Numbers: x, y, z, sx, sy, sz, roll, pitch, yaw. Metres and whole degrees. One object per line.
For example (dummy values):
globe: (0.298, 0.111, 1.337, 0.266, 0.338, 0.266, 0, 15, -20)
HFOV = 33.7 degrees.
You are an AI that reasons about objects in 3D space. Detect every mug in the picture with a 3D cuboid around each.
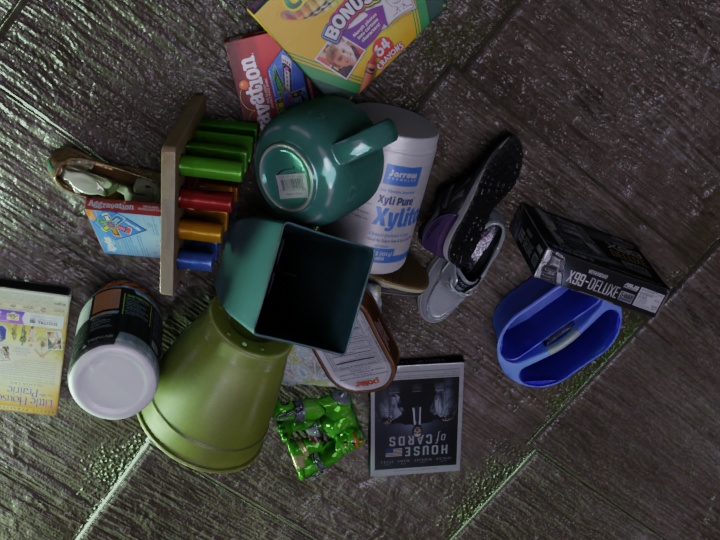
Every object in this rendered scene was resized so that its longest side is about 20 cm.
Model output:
mug: (-0.055, -0.145, 1.499, 0.152, 0.114, 0.186, 41, 130, 15)

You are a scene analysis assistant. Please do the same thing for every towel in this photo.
towel: (-0.050, 0.091, 1.723, 0.168, 0.049, 0.202, 2, 131, 7)

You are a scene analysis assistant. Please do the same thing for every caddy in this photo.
caddy: (0.290, 0.084, 1.762, 0.199, 0.105, 0.142, -36, 114, 11)

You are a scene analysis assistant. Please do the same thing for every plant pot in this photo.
plant pot: (-0.104, 0.008, 1.555, 0.140, 0.199, 0.144, 16, 92, -32)
plant pot: (-0.187, 0.140, 1.659, 0.198, 0.202, 0.194, 22, 122, -17)

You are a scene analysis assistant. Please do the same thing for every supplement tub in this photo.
supplement tub: (-0.334, 0.102, 1.640, 0.120, 0.201, 0.125, -2, 117, -5)
supplement tub: (0.023, -0.111, 1.620, 0.130, 0.132, 0.203, 9, 116, -12)

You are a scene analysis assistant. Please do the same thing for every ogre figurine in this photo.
ogre figurine: (-0.059, 0.240, 1.798, 0.118, 0.098, 0.202, -21, 122, -2)

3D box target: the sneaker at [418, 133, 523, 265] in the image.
sneaker: (0.147, -0.113, 1.667, 0.202, 0.087, 0.076, -57, 140, -6)

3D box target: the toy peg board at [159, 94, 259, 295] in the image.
toy peg board: (-0.193, -0.097, 1.550, 0.096, 0.201, 0.202, 6, 117, 2)

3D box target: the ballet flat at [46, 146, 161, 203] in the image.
ballet flat: (-0.329, -0.109, 1.612, 0.197, 0.066, 0.071, 14, 112, -14)

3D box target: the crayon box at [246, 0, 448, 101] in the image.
crayon box: (-0.016, -0.338, 1.523, 0.200, 0.058, 0.173, -44, 118, 3)

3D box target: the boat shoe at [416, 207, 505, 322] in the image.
boat shoe: (0.145, -0.002, 1.721, 0.069, 0.072, 0.203, 24, 111, -17)

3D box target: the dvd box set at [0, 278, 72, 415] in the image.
dvd box set: (-0.498, 0.110, 1.717, 0.144, 0.030, 0.203, 7, 114, -11)

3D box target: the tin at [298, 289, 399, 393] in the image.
tin: (-0.017, 0.095, 1.666, 0.110, 0.042, 0.202, -10, 128, 23)

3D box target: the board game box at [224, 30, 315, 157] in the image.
board game box: (-0.110, -0.223, 1.602, 0.101, 0.020, 0.203, -13, 117, 0)

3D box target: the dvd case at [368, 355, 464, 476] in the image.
dvd case: (0.086, 0.229, 1.854, 0.147, 0.025, 0.203, -3, 116, -5)

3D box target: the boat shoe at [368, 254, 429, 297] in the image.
boat shoe: (0.000, 0.000, 1.711, 0.197, 0.074, 0.065, 18, 135, -7)

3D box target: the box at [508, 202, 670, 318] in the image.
box: (0.322, -0.015, 1.690, 0.197, 0.158, 0.050, 19, 113, -15)

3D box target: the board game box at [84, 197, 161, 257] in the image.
board game box: (-0.303, -0.054, 1.584, 0.101, 0.200, 0.020, 4, 75, -4)
